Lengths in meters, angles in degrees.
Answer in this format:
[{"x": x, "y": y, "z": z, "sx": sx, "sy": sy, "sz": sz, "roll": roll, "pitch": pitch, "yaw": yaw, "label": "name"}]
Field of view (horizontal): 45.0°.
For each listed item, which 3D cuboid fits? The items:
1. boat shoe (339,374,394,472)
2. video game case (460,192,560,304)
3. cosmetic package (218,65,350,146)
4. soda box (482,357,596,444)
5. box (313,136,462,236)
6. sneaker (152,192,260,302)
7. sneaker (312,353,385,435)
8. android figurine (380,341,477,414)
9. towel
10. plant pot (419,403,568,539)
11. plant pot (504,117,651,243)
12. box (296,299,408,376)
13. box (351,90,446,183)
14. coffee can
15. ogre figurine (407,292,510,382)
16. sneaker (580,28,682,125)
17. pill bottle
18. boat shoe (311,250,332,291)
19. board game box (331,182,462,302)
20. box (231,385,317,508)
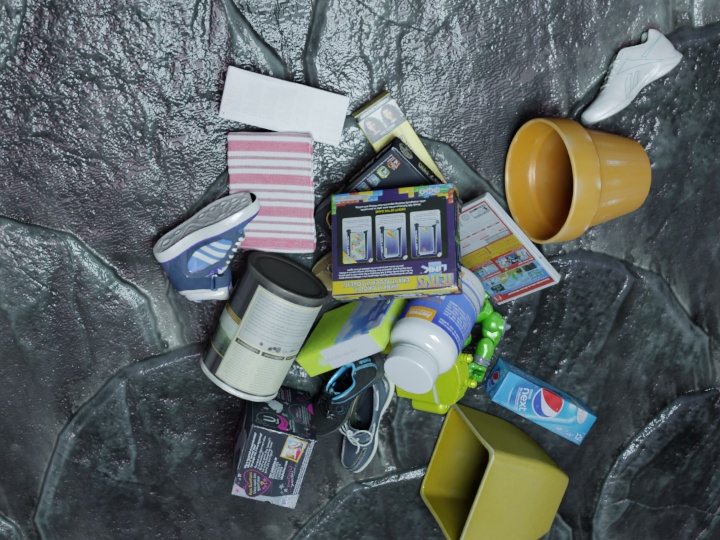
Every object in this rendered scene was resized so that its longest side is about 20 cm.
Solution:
[{"x": 0.002, "y": 0.272, "z": 1.540, "sx": 0.062, "sy": 0.075, "sz": 0.202, "roll": -5, "pitch": 124, "yaw": -52, "label": "boat shoe"}, {"x": 0.226, "y": -0.033, "z": 1.481, "sx": 0.200, "sy": 0.018, "sz": 0.142, "roll": 47, "pitch": 140, "yaw": -16, "label": "video game case"}, {"x": -0.123, "y": -0.265, "z": 1.401, "sx": 0.198, "sy": 0.051, "sz": 0.083, "roll": 13, "pitch": 101, "yaw": -11, "label": "cosmetic package"}, {"x": 0.328, "y": 0.240, "z": 1.592, "sx": 0.199, "sy": 0.068, "sz": 0.065, "roll": 27, "pitch": 101, "yaw": -14, "label": "soda box"}, {"x": 0.043, "y": -0.099, "z": 1.434, "sx": 0.161, "sy": 0.049, "sz": 0.200, "roll": 42, "pitch": 121, "yaw": -18, "label": "box"}, {"x": -0.226, "y": -0.027, "z": 1.437, "sx": 0.199, "sy": 0.081, "sz": 0.147, "roll": -29, "pitch": 124, "yaw": 4, "label": "sneaker"}, {"x": -0.043, "y": 0.209, "z": 1.484, "sx": 0.073, "sy": 0.082, "sz": 0.201, "roll": 49, "pitch": 119, "yaw": 24, "label": "sneaker"}, {"x": 0.111, "y": 0.162, "z": 1.492, "sx": 0.041, "sy": 0.199, "sz": 0.184, "roll": -29, "pitch": 112, "yaw": -45, "label": "android figurine"}, {"x": -0.144, "y": -0.128, "z": 1.426, "sx": 0.145, "sy": 0.030, "sz": 0.202, "roll": 3, "pitch": 110, "yaw": 11, "label": "towel"}, {"x": 0.253, "y": 0.381, "z": 1.563, "sx": 0.198, "sy": 0.196, "sz": 0.196, "roll": 14, "pitch": 103, "yaw": -19, "label": "plant pot"}, {"x": 0.367, "y": -0.153, "z": 1.437, "sx": 0.181, "sy": 0.200, "sz": 0.203, "roll": -6, "pitch": 107, "yaw": -22, "label": "plant pot"}, {"x": -0.006, "y": 0.096, "z": 1.432, "sx": 0.199, "sy": 0.122, "sz": 0.048, "roll": -24, "pitch": 114, "yaw": 40, "label": "box"}, {"x": 0.070, "y": -0.194, "z": 1.446, "sx": 0.075, "sy": 0.050, "sz": 0.201, "roll": -33, "pitch": 108, "yaw": 4, "label": "box"}, {"x": -0.160, "y": 0.092, "z": 1.436, "sx": 0.145, "sy": 0.147, "sz": 0.201, "roll": 24, "pitch": 106, "yaw": -13, "label": "coffee can"}, {"x": 0.174, "y": 0.083, "z": 1.509, "sx": 0.120, "sy": 0.098, "sz": 0.200, "roll": -40, "pitch": 65, "yaw": 1, "label": "ogre figurine"}, {"x": 0.439, "y": -0.322, "z": 1.458, "sx": 0.200, "sy": 0.070, "sz": 0.080, "roll": -41, "pitch": 97, "yaw": -2, "label": "sneaker"}, {"x": 0.113, "y": 0.092, "z": 1.370, "sx": 0.111, "sy": 0.201, "sz": 0.113, "roll": 19, "pitch": 140, "yaw": 17, "label": "pill bottle"}, {"x": 0.002, "y": 0.002, "z": 1.441, "sx": 0.199, "sy": 0.063, "sz": 0.074, "roll": -9, "pitch": 123, "yaw": 25, "label": "boat shoe"}, {"x": 0.056, "y": -0.041, "z": 1.349, "sx": 0.198, "sy": 0.057, "sz": 0.167, "roll": -4, "pitch": 79, "yaw": 15, "label": "board game box"}, {"x": -0.151, "y": 0.288, "z": 1.473, "sx": 0.114, "sy": 0.200, "sz": 0.133, "roll": 16, "pitch": 102, "yaw": -10, "label": "box"}]
